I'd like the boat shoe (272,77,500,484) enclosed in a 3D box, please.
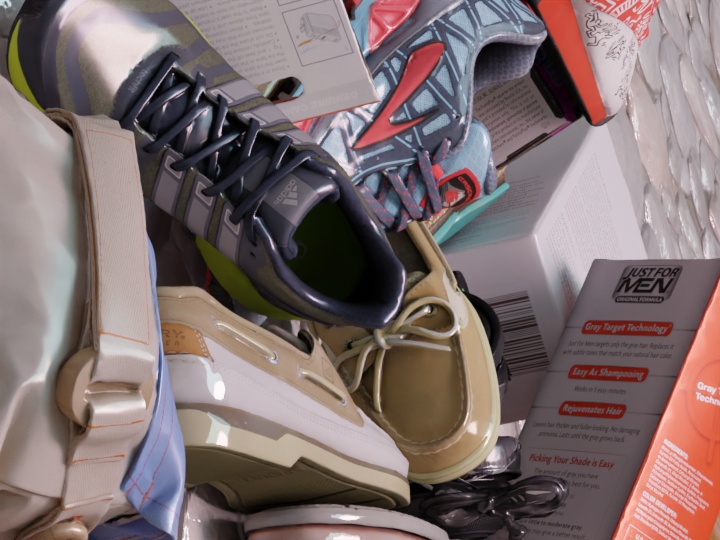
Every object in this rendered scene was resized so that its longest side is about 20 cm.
[{"bbox_3d":[0.002,-0.002,1.223,0.063,0.073,0.201,42,28,-62],"label":"boat shoe"}]

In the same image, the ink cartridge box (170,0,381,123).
[{"bbox_3d":[-0.066,-0.153,1.110,0.050,0.109,0.200,-62,136,-61],"label":"ink cartridge box"}]

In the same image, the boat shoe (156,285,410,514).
[{"bbox_3d":[-0.033,0.056,1.119,0.200,0.075,0.069,33,51,-64],"label":"boat shoe"}]

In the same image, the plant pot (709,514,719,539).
[{"bbox_3d":[0.208,0.167,1.570,0.184,0.200,0.200,66,16,19],"label":"plant pot"}]

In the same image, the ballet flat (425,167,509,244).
[{"bbox_3d":[0.017,-0.034,1.353,0.065,0.070,0.200,49,19,0],"label":"ballet flat"}]

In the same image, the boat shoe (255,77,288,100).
[{"bbox_3d":[-0.052,-0.129,1.215,0.064,0.071,0.200,30,47,-16],"label":"boat shoe"}]

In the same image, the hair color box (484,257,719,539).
[{"bbox_3d":[0.127,0.094,1.366,0.061,0.101,0.200,35,70,-32],"label":"hair color box"}]

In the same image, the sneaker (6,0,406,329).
[{"bbox_3d":[-0.050,-0.045,1.061,0.200,0.081,0.074,40,78,-34],"label":"sneaker"}]

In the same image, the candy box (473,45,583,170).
[{"bbox_3d":[0.043,-0.152,1.398,0.200,0.061,0.136,58,21,0],"label":"candy box"}]

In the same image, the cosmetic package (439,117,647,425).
[{"bbox_3d":[0.095,-0.003,1.509,0.200,0.071,0.102,-53,127,-64],"label":"cosmetic package"}]

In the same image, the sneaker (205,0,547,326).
[{"bbox_3d":[0.010,-0.052,1.174,0.200,0.095,0.079,-57,175,-18],"label":"sneaker"}]

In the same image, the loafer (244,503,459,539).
[{"bbox_3d":[0.007,0.140,1.193,0.200,0.072,0.063,31,56,-67],"label":"loafer"}]

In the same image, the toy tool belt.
[{"bbox_3d":[-0.101,0.045,0.877,0.123,0.125,0.200,19,61,-57],"label":"toy tool belt"}]

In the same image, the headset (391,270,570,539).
[{"bbox_3d":[0.054,0.072,1.301,0.200,0.094,0.124,-70,151,-71],"label":"headset"}]

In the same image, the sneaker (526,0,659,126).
[{"bbox_3d":[0.124,-0.139,1.267,0.067,0.108,0.201,60,3,27],"label":"sneaker"}]
